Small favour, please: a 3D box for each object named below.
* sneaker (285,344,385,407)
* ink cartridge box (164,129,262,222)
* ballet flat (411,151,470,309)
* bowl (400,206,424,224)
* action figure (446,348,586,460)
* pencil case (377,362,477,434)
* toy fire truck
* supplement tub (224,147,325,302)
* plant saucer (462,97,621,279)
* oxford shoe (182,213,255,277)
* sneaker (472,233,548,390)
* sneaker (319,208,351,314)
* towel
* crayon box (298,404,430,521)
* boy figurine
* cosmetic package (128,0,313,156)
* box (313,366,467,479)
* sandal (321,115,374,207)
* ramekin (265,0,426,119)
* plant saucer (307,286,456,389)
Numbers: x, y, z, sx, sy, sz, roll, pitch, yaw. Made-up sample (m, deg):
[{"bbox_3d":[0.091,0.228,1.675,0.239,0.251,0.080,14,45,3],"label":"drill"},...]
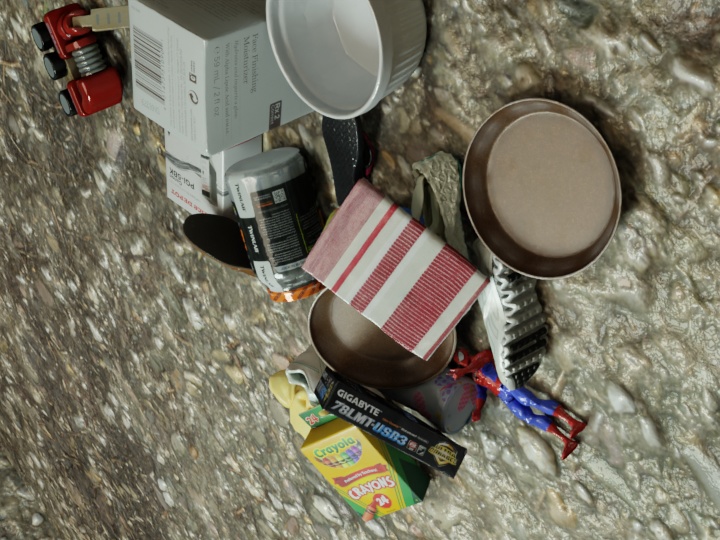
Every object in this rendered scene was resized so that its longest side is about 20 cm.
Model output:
[{"bbox_3d":[-0.036,0.196,1.614,0.199,0.080,0.071,33,134,30],"label":"sneaker"},{"bbox_3d":[-0.227,-0.178,1.586,0.146,0.082,0.203,32,134,31],"label":"ink cartridge box"},{"bbox_3d":[0.093,-0.044,1.277,0.071,0.071,0.204,-1,97,49],"label":"ballet flat"},{"bbox_3d":[0.058,0.005,1.410,0.199,0.039,0.204,28,133,35],"label":"bowl"},{"bbox_3d":[0.181,0.172,1.332,0.199,0.098,0.066,39,137,29],"label":"action figure"},{"bbox_3d":[0.072,0.154,1.457,0.198,0.083,0.091,26,151,38],"label":"pencil case"},{"bbox_3d":[-0.432,-0.358,1.699,0.199,0.127,0.179,4,117,59],"label":"toy fire truck"},{"bbox_3d":[-0.114,-0.066,1.496,0.121,0.122,0.203,4,116,48],"label":"supplement tub"},{"bbox_3d":[0.204,-0.092,1.153,0.198,0.034,0.204,14,114,35],"label":"plant saucer"},{"bbox_3d":[-0.187,-0.024,1.579,0.198,0.072,0.071,25,154,-23],"label":"oxford shoe"},{"bbox_3d":[0.180,0.047,1.277,0.081,0.074,0.204,15,117,52],"label":"sneaker"},{"bbox_3d":[0.000,0.000,1.393,0.077,0.091,0.202,-11,130,10],"label":"sneaker"},{"bbox_3d":[0.042,0.000,1.262,0.199,0.023,0.145,37,117,0],"label":"towel"},{"bbox_3d":[-0.002,0.287,1.584,0.126,0.051,0.201,-29,109,37],"label":"crayon box"},{"bbox_3d":[-0.073,0.239,1.698,0.199,0.064,0.126,39,139,27],"label":"boy figurine"},{"bbox_3d":[-0.177,-0.283,1.362,0.164,0.199,0.167,33,136,31],"label":"cosmetic package"},{"bbox_3d":[0.035,0.205,1.420,0.196,0.050,0.200,28,177,-5],"label":"box"},{"bbox_3d":[-0.010,-0.153,1.392,0.075,0.045,0.202,42,154,32],"label":"sandal"},{"bbox_3d":[-0.012,-0.295,1.240,0.199,0.104,0.203,28,133,35],"label":"ramekin"},{"bbox_3d":[0.029,0.073,1.360,0.196,0.037,0.203,5,129,6],"label":"plant saucer"}]
